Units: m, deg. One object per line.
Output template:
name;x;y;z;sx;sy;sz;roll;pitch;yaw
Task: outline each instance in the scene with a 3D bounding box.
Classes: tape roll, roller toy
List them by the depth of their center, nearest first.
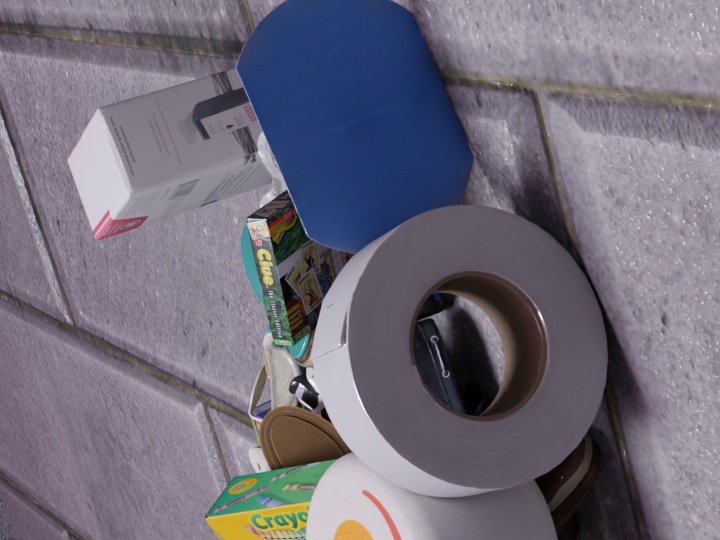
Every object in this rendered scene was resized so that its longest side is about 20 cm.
tape roll;0.070;0.057;1.291;0.203;0.202;0.071;66;157;1
roller toy;0.046;0.217;1.377;0.183;0.139;0.200;-51;54;48

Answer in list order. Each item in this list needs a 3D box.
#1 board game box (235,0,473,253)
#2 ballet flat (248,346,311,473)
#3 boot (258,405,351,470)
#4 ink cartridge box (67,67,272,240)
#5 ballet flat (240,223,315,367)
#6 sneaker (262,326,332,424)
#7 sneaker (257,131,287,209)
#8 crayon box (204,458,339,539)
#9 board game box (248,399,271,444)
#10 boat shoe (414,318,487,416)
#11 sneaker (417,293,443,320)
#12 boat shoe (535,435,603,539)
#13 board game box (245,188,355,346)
board game box;-0.008;-0.108;1.355;0.039;0.158;0.200;-21;93;61
ballet flat;-0.078;0.159;1.769;0.067;0.062;0.201;62;-149;-68
boot;-0.017;0.215;1.711;0.200;0.074;0.155;45;170;9
ink cartridge box;-0.136;-0.109;1.577;0.085;0.200;0.146;69;157;7
ballet flat;-0.054;0.022;1.686;0.200;0.070;0.071;-120;21;-49
sneaker;-0.020;0.122;1.702;0.200;0.072;0.072;53;152;22
sneaker;-0.031;-0.097;1.488;0.078;0.099;0.200;33;150;8
crayon box;-0.024;0.228;1.589;0.200;0.058;0.119;-15;117;39
board game box;-0.042;0.240;1.889;0.134;0.045;0.201;19;128;59
boat shoe;0.080;0.124;1.506;0.200;0.062;0.075;59;177;-20
sneaker;0.000;0.000;1.551;0.200;0.075;0.079;23;128;56
boat shoe;0.143;0.187;1.440;0.202;0.075;0.075;-47;26;51
board game box;-0.011;-0.035;1.394;0.023;0.200;0.105;4;119;36
